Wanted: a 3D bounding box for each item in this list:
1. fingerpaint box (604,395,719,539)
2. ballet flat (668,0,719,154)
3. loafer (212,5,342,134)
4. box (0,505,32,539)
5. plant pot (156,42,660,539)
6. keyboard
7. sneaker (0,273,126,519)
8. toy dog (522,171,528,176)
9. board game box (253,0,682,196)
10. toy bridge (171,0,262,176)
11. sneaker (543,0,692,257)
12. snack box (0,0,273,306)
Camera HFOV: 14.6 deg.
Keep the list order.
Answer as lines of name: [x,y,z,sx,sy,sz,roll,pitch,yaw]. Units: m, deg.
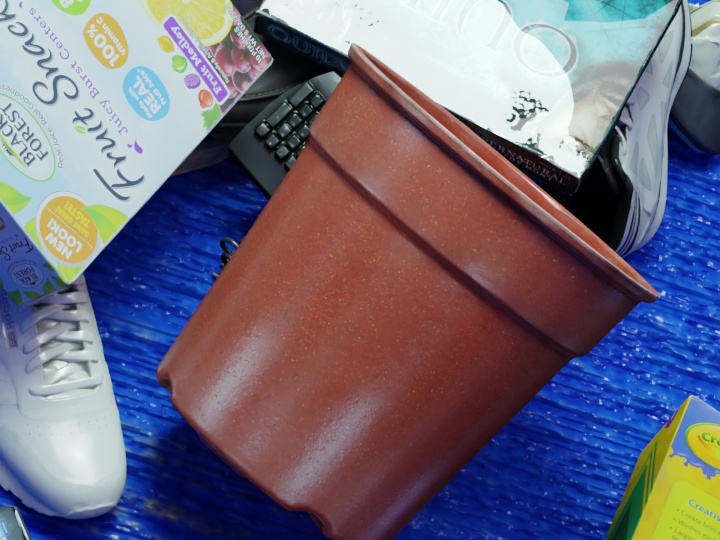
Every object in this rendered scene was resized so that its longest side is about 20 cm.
fingerpaint box: [0.222,0.190,1.497,0.200,0.073,0.167,30,51,-3]
ballet flat: [0.178,-0.152,1.668,0.200,0.073,0.073,48,47,-22]
loafer: [-0.025,-0.139,1.581,0.073,0.072,0.200,43,48,16]
box: [-0.227,0.205,1.303,0.200,0.051,0.158,-10,63,-29]
plant pot: [0.012,0.023,1.415,0.201,0.201,0.195,40,95,7]
keyboard: [0.000,0.000,1.519,0.200,0.127,0.021,48,11,6]
sneaker: [-0.166,0.031,1.434,0.076,0.081,0.200,-8,63,-30]
toy dog: [0.055,-0.087,1.603,0.096,0.132,0.200,4,42,15]
board game box: [0.060,-0.142,1.538,0.200,0.028,0.135,27,66,6]
toy bridge: [-0.090,-0.097,1.589,0.067,0.027,0.200,35,49,1]
sneaker: [0.145,-0.101,1.579,0.076,0.201,0.115,1,9,10]
snack box: [-0.147,-0.099,1.415,0.142,0.053,0.200,52,49,-15]
